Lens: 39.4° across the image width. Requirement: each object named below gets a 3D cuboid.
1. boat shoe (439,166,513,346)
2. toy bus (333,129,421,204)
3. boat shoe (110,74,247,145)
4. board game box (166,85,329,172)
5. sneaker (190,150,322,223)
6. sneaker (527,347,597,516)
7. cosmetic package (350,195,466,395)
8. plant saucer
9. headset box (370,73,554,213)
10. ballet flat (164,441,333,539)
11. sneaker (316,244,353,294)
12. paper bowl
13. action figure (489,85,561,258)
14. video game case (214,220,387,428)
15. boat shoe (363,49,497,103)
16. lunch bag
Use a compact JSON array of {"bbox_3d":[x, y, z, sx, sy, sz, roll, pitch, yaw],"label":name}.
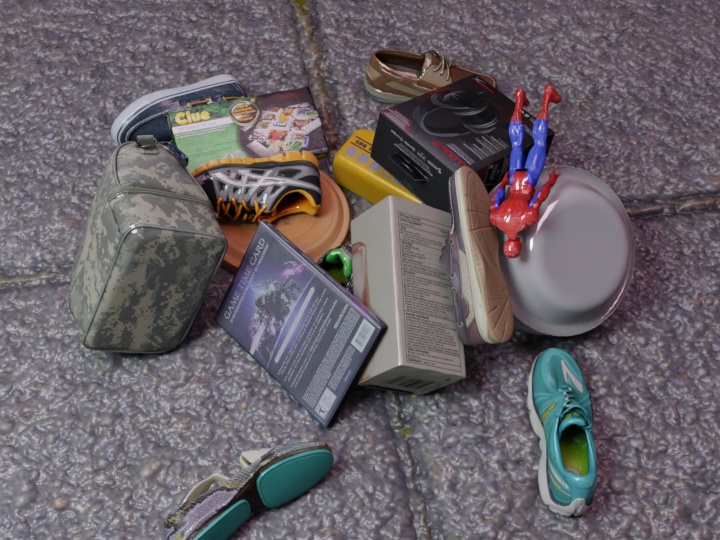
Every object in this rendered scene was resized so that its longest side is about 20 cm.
[{"bbox_3d":[0.119,-0.014,1.123,0.071,0.064,0.203,3,73,-53],"label":"boat shoe"},{"bbox_3d":[0.066,-0.111,1.324,0.199,0.065,0.079,31,63,18],"label":"toy bus"},{"bbox_3d":[-0.234,-0.199,1.368,0.198,0.071,0.091,-26,61,-22],"label":"boat shoe"},{"bbox_3d":[-0.149,-0.180,1.334,0.197,0.023,0.106,-13,73,-15],"label":"board game box"},{"bbox_3d":[-0.138,-0.094,1.255,0.197,0.079,0.078,-14,63,-14],"label":"sneaker"},{"bbox_3d":[0.234,0.169,1.117,0.076,0.080,0.202,1,52,-4],"label":"sneaker"},{"bbox_3d":[0.052,0.031,1.152,0.102,0.087,0.203,14,63,-33],"label":"cosmetic package"},{"bbox_3d":[-0.112,-0.073,1.306,0.197,0.033,0.203,2,53,-3],"label":"plant saucer"},{"bbox_3d":[0.121,-0.155,1.265,0.198,0.078,0.149,-25,55,-34],"label":"headset box"},{"bbox_3d":[-0.122,0.226,1.054,0.199,0.073,0.072,-31,60,-27],"label":"ballet flat"},{"bbox_3d":[0.000,0.000,1.224,0.078,0.086,0.199,38,58,23],"label":"sneaker"},{"bbox_3d":[0.235,-0.023,1.189,0.198,0.104,0.204,0,90,-20],"label":"paper bowl"},{"bbox_3d":[0.186,-0.108,1.131,0.065,0.052,0.203,3,67,29],"label":"action figure"},{"bbox_3d":[-0.073,0.060,1.145,0.200,0.144,0.019,41,26,25],"label":"video game case"},{"bbox_3d":[0.103,-0.278,1.455,0.197,0.072,0.077,5,52,-1],"label":"boat shoe"},{"bbox_3d":[-0.254,-0.030,1.151,0.138,0.201,0.169,3,40,-37],"label":"lunch bag"}]
